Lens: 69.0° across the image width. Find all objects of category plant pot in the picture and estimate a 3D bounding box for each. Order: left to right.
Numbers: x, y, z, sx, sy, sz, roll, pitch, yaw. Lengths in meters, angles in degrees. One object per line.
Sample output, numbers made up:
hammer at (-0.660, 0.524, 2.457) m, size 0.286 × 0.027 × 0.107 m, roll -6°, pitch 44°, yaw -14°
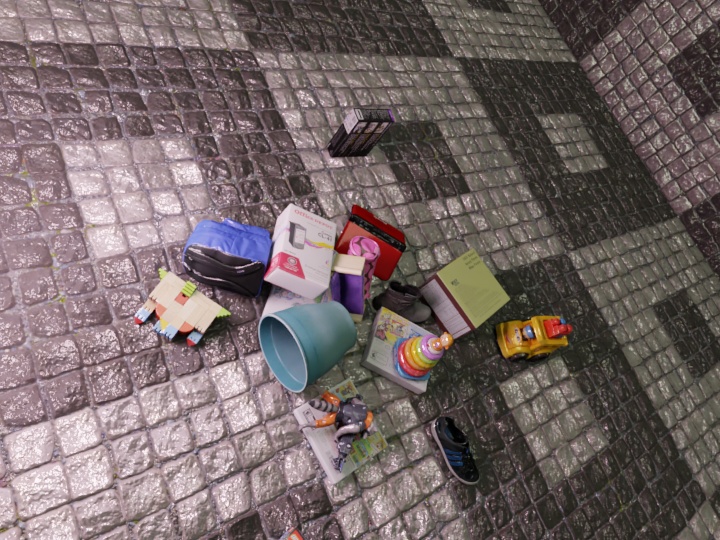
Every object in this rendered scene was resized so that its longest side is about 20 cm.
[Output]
plant pot at (-0.119, 0.167, 1.294) m, size 0.188 × 0.200 × 0.201 m, roll -24°, pitch 78°, yaw -36°

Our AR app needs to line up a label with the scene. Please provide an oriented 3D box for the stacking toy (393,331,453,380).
stacking toy at (0.181, 0.211, 1.388) m, size 0.109 × 0.200 × 0.117 m, roll 12°, pitch 61°, yaw -24°

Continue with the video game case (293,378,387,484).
video game case at (-0.048, 0.400, 1.324) m, size 0.182 × 0.023 × 0.200 m, roll -23°, pitch 77°, yaw -37°

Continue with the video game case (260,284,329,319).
video game case at (-0.159, 0.084, 1.431) m, size 0.181 × 0.024 × 0.201 m, roll 24°, pitch 55°, yaw -16°

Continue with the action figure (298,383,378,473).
action figure at (-0.048, 0.372, 1.263) m, size 0.193 × 0.105 × 0.201 m, roll 16°, pitch 54°, yaw -10°

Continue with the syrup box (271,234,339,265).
syrup box at (-0.147, -0.050, 1.455) m, size 0.200 × 0.082 × 0.079 m, roll 38°, pitch 40°, yaw 3°

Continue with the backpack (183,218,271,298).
backpack at (-0.334, -0.040, 1.318) m, size 0.199 × 0.163 × 0.168 m, roll 13°, pitch 43°, yaw -11°

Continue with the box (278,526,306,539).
box at (-0.130, 0.676, 1.114) m, size 0.136 × 0.038 × 0.200 m, roll -36°, pitch 86°, yaw -38°

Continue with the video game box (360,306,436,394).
video game box at (0.114, 0.227, 1.496) m, size 0.199 × 0.047 × 0.183 m, roll 30°, pitch 56°, yaw -13°

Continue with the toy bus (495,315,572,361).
toy bus at (0.568, 0.204, 1.680) m, size 0.199 × 0.192 × 0.136 m, roll 4°, pitch 64°, yaw -26°

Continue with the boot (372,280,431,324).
boot at (0.146, 0.094, 1.532) m, size 0.199 × 0.132 × 0.070 m, roll 12°, pitch 58°, yaw -24°

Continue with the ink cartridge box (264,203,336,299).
ink cartridge box at (-0.148, -0.048, 1.327) m, size 0.147 × 0.086 × 0.201 m, roll 23°, pitch 54°, yaw -25°

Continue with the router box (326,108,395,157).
router box at (-0.002, -0.443, 1.698) m, size 0.149 × 0.200 × 0.051 m, roll -10°, pitch 72°, yaw -34°

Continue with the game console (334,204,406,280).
game console at (0.031, -0.091, 1.641) m, size 0.199 × 0.119 × 0.173 m, roll 31°, pitch 22°, yaw -13°

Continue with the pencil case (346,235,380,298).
pencil case at (0.000, 0.000, 1.457) m, size 0.093 × 0.200 × 0.091 m, roll 21°, pitch 48°, yaw 7°

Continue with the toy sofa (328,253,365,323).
toy sofa at (-0.033, 0.060, 1.396) m, size 0.082 × 0.201 × 0.098 m, roll 8°, pitch 45°, yaw 8°

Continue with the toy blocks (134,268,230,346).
toy blocks at (-0.430, 0.104, 1.232) m, size 0.200 × 0.100 × 0.137 m, roll 36°, pitch 64°, yaw -8°

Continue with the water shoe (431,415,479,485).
water shoe at (0.266, 0.489, 1.419) m, size 0.071 × 0.079 × 0.200 m, roll -30°, pitch 81°, yaw -37°

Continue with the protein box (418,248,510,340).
protein box at (0.317, 0.076, 1.639) m, size 0.198 × 0.135 × 0.200 m, roll -31°, pitch 82°, yaw -37°
